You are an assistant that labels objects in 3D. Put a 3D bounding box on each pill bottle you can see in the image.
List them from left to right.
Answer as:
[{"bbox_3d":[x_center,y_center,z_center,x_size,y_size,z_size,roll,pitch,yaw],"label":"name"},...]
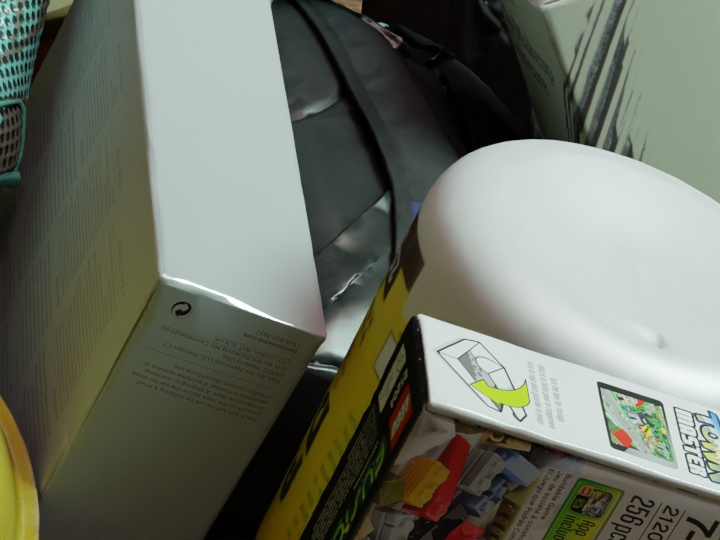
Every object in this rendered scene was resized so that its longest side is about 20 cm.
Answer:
[{"bbox_3d":[0.031,0.073,0.709,0.109,0.200,0.109,19,31,-12],"label":"pill bottle"}]

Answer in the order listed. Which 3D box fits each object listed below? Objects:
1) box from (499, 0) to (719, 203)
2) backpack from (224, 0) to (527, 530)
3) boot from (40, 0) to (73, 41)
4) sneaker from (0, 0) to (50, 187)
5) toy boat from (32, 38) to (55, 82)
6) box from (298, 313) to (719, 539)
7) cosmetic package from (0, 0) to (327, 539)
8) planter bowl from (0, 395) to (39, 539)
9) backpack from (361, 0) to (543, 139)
[{"bbox_3d":[0.103,-0.023,0.876,0.068,0.200,0.082,-22,27,-3],"label":"box"},{"bbox_3d":[0.000,0.000,0.872,0.163,0.154,0.200,18,49,-31],"label":"backpack"},{"bbox_3d":[-0.057,-0.164,0.906,0.200,0.156,0.073,-10,0,12],"label":"boot"},{"bbox_3d":[-0.127,-0.062,0.810,0.077,0.091,0.200,-2,34,22],"label":"sneaker"},{"bbox_3d":[-0.097,-0.127,0.991,0.200,0.131,0.131,28,30,3],"label":"toy boat"},{"bbox_3d":[0.024,0.110,0.646,0.110,0.200,0.035,18,31,-14],"label":"box"},{"bbox_3d":[-0.072,0.008,0.779,0.052,0.151,0.200,21,30,-21],"label":"cosmetic package"},{"bbox_3d":[-0.170,0.027,0.637,0.200,0.084,0.201,8,43,-7],"label":"planter bowl"},{"bbox_3d":[0.108,-0.065,1.060,0.200,0.127,0.167,6,47,-33],"label":"backpack"}]
